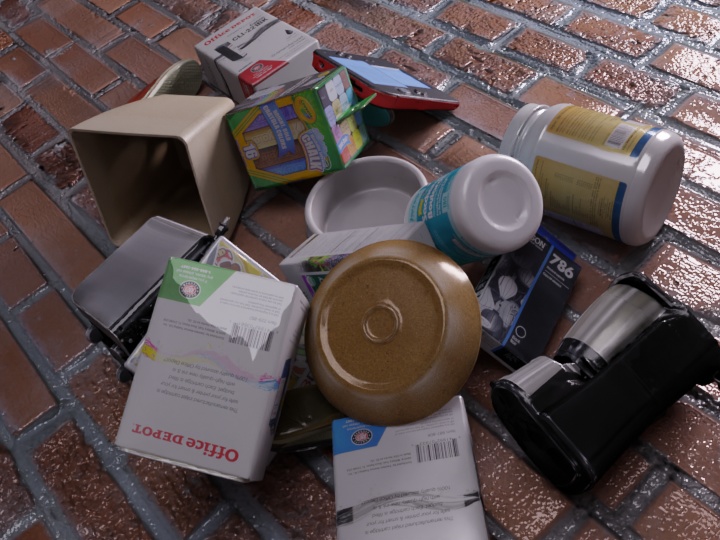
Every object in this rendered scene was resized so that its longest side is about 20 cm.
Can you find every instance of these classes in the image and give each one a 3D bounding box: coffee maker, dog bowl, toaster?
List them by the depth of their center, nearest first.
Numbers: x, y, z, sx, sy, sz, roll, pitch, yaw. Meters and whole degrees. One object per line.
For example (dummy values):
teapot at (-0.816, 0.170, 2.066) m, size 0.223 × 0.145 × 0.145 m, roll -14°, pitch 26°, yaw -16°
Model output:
coffee maker at (0.262, 0.128, 0.835) m, size 0.200 × 0.135 × 0.192 m, roll -38°, pitch 50°, yaw -17°
toaster at (-0.232, 0.048, 1.025) m, size 0.118 × 0.182 × 0.200 m, roll 22°, pitch 59°, yaw 34°
dog bowl at (0.012, -0.080, 1.150) m, size 0.198 × 0.059 × 0.201 m, roll -8°, pitch 47°, yaw 9°

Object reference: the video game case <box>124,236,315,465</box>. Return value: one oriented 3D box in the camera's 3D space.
video game case at (-0.135, 0.092, 0.951) m, size 0.183 × 0.200 × 0.023 m, roll -56°, pitch 14°, yaw -18°

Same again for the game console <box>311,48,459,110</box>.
game console at (0.036, -0.300, 1.300) m, size 0.176 × 0.031 × 0.200 m, roll -9°, pitch 37°, yaw -39°

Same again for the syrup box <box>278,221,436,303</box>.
syrup box at (0.000, 0.000, 1.011) m, size 0.199 × 0.079 × 0.081 m, roll -4°, pitch 30°, yaw 45°

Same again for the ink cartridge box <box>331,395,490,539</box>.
ink cartridge box at (0.052, 0.242, 0.831) m, size 0.143 × 0.085 × 0.201 m, roll -12°, pitch 46°, yaw 7°

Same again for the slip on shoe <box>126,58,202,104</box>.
slip on shoe at (-0.357, -0.305, 1.458) m, size 0.061 × 0.074 × 0.200 m, roll 25°, pitch 65°, yaw 37°

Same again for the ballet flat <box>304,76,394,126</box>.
ballet flat at (-0.023, -0.282, 1.335) m, size 0.199 × 0.068 × 0.064 m, roll 15°, pitch 51°, yaw 28°

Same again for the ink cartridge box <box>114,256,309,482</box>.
ink cartridge box at (-0.150, 0.105, 0.860) m, size 0.144 × 0.088 × 0.202 m, roll 12°, pitch 77°, yaw 7°

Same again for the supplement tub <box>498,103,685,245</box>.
supplement tub at (0.288, -0.128, 1.047) m, size 0.199 × 0.145 × 0.145 m, roll 25°, pitch 60°, yaw 33°

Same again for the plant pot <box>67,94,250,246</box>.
plant pot at (-0.271, -0.159, 1.225) m, size 0.198 × 0.201 × 0.178 m, roll 7°, pitch 41°, yaw 22°

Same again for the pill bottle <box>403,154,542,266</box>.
pill bottle at (0.122, -0.063, 0.993) m, size 0.111 × 0.111 × 0.200 m, roll -43°, pitch 8°, yaw -21°

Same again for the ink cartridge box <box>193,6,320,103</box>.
ink cartridge box at (-0.174, -0.363, 1.441) m, size 0.144 × 0.084 × 0.200 m, roll -38°, pitch 49°, yaw -17°

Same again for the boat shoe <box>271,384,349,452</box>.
boat shoe at (-0.020, 0.160, 0.939) m, size 0.199 × 0.066 × 0.072 m, roll -11°, pitch 58°, yaw -14°

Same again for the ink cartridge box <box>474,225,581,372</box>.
ink cartridge box at (0.197, 0.016, 0.985) m, size 0.099 × 0.039 × 0.201 m, roll 36°, pitch 59°, yaw -7°

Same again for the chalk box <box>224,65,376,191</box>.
chalk box at (-0.069, -0.211, 1.200) m, size 0.198 × 0.125 × 0.125 m, roll -9°, pitch 24°, yaw 27°

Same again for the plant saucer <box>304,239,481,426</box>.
plant saucer at (0.026, 0.059, 0.865) m, size 0.198 × 0.035 × 0.202 m, roll -6°, pitch 73°, yaw 19°
